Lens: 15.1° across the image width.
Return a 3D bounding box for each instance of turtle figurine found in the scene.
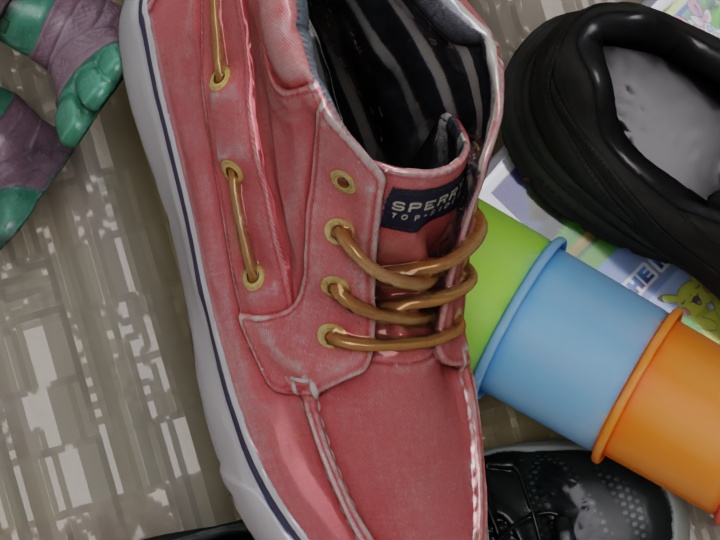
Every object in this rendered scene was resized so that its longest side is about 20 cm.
[{"bbox_3d":[-0.161,-0.094,0.769,0.200,0.150,0.101,34,66,-6],"label":"turtle figurine"}]

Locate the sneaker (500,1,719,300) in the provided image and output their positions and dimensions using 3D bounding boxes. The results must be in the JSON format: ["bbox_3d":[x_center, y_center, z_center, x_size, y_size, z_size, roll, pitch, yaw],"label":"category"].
[{"bbox_3d":[0.128,-0.008,0.763,0.200,0.091,0.076,31,83,0],"label":"sneaker"}]

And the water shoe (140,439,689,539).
[{"bbox_3d":[0.002,0.097,0.774,0.199,0.079,0.072,-14,85,-3],"label":"water shoe"}]

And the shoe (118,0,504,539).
[{"bbox_3d":[0.000,0.000,0.706,0.071,0.091,0.201,-18,88,-31],"label":"shoe"}]

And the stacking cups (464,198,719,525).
[{"bbox_3d":[0.063,0.021,0.783,0.199,0.061,0.061,28,84,7],"label":"stacking cups"}]

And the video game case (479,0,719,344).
[{"bbox_3d":[0.162,-0.030,0.822,0.182,0.022,0.200,44,85,3],"label":"video game case"}]
